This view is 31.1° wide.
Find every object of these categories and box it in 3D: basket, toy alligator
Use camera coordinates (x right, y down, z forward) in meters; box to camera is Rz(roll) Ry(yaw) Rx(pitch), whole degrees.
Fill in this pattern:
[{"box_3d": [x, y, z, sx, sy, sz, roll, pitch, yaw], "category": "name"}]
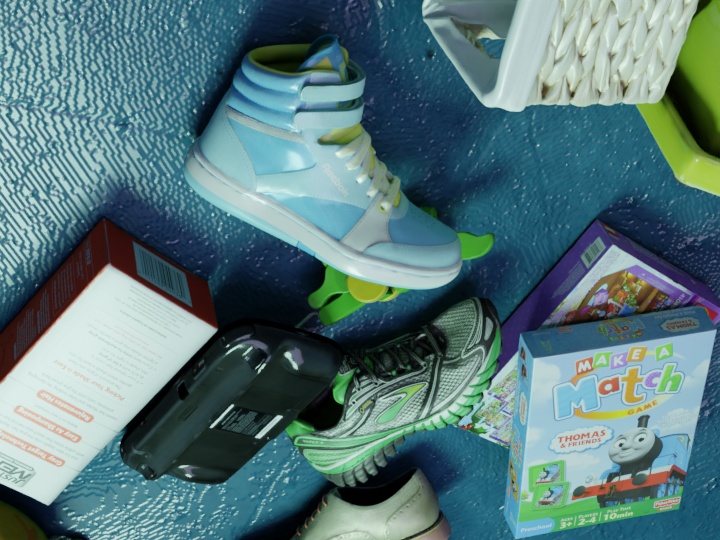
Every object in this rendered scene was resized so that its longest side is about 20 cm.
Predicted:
[{"box_3d": [0.132, -0.209, 0.773, 0.122, 0.136, 0.201, 1, 125, -21], "category": "basket"}, {"box_3d": [0.000, 0.000, 0.944, 0.199, 0.059, 0.055, -25, 84, 12], "category": "toy alligator"}]

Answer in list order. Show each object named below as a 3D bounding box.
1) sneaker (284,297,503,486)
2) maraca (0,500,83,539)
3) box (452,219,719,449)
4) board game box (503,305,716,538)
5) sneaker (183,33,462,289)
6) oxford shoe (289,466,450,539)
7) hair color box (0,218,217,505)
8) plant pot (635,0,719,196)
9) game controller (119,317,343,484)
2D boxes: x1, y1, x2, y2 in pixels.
[{"box_3d": [0.025, 0.088, 0.994, 0.200, 0.078, 0.085, -40, 125, 15], "category": "sneaker"}, {"box_3d": [-0.281, 0.248, 1.001, 0.107, 0.138, 0.199, -17, 145, 40], "category": "maraca"}, {"box_3d": [0.179, 0.068, 1.045, 0.136, 0.039, 0.200, 27, 115, -30], "category": "box"}, {"box_3d": [0.197, 0.125, 1.044, 0.150, 0.037, 0.201, -8, 127, -10], "category": "board game box"}, {"box_3d": [-0.005, -0.075, 0.842, 0.199, 0.080, 0.131, 23, 116, -8], "category": "sneaker"}, {"box_3d": [-0.027, 0.221, 1.097, 0.199, 0.071, 0.074, -20, 103, 0], "category": "oxford shoe"}, {"box_3d": [-0.205, 0.069, 0.928, 0.101, 0.061, 0.200, 34, 110, -33], "category": "hair color box"}, {"box_3d": [0.283, -0.145, 0.825, 0.198, 0.201, 0.182, 15, 126, -25], "category": "plant pot"}, {"box_3d": [-0.099, 0.103, 0.975, 0.104, 0.042, 0.200, 10, 139, -38], "category": "game controller"}]
